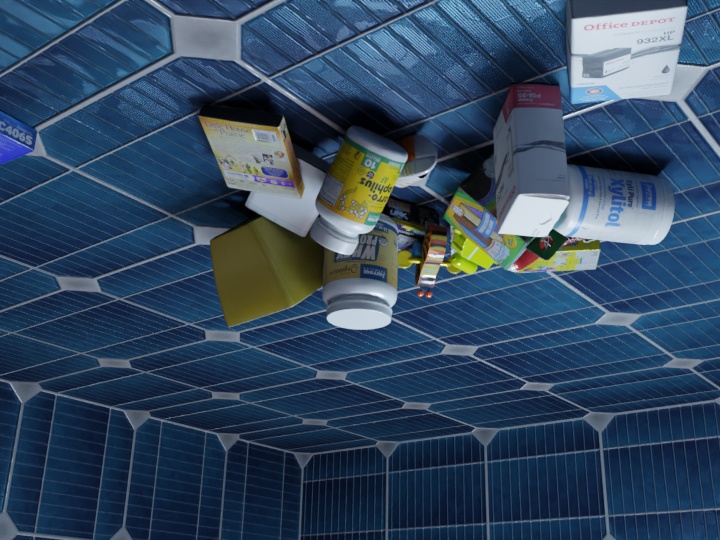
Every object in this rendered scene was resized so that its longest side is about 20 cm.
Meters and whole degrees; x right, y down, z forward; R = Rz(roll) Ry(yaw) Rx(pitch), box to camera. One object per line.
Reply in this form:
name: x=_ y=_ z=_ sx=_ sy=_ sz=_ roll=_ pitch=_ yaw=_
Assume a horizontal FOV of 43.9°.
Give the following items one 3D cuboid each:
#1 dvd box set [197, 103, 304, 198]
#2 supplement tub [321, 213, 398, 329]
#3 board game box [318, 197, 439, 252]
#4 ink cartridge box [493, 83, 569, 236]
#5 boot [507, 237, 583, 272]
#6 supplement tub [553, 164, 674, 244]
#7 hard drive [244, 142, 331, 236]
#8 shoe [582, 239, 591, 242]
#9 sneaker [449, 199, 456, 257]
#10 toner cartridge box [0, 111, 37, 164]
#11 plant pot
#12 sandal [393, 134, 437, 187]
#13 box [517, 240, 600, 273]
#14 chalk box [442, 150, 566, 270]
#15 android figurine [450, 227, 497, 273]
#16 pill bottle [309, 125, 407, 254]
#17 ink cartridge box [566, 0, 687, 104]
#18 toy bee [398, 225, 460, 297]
dvd box set: x=-0.183 y=-0.201 z=1.530 sx=0.146 sy=0.029 sz=0.200 roll=10 pitch=151 yaw=15
supplement tub: x=0.000 y=0.000 z=1.713 sx=0.145 sy=0.200 sz=0.145 roll=1 pitch=158 yaw=0
board game box: x=0.034 y=-0.091 z=1.827 sx=0.200 sy=0.057 sz=0.165 roll=15 pitch=156 yaw=-29
ink cartridge box: x=0.269 y=-0.173 z=1.425 sx=0.083 sy=0.200 sz=0.147 roll=3 pitch=157 yaw=-4
boot: x=0.371 y=-0.061 z=1.710 sx=0.144 sy=0.200 sz=0.072 roll=2 pitch=121 yaw=40
supplement tub: x=0.453 y=-0.120 z=1.636 sx=0.200 sy=0.132 sz=0.132 roll=5 pitch=157 yaw=-10
hard drive: x=-0.126 y=-0.149 z=1.640 sx=0.132 sy=0.027 sz=0.200 roll=28 pitch=143 yaw=-6
shoe: x=0.525 y=-0.103 z=1.772 sx=0.200 sy=0.053 sz=0.070 roll=-17 pitch=152 yaw=37
sneaker: x=0.226 y=-0.077 z=1.821 sx=0.089 sy=0.079 sz=0.200 roll=1 pitch=158 yaw=7
toner cartridge box: x=-0.657 y=-0.249 z=1.501 sx=0.095 sy=0.043 sz=0.200 roll=-14 pitch=153 yaw=30
plant pot: x=-0.183 y=-0.023 z=1.793 sx=0.200 sy=0.177 sz=0.200 roll=-19 pitch=-169 yaw=40
sandal: x=0.064 y=-0.184 z=1.584 sx=0.207 sy=0.079 sz=0.059 roll=-8 pitch=158 yaw=43
box: x=0.415 y=-0.037 z=1.949 sx=0.200 sy=0.048 sz=0.117 roll=-4 pitch=157 yaw=7
chalk box: x=0.269 y=-0.095 z=1.592 sx=0.200 sy=0.125 sz=0.124 roll=42 pitch=158 yaw=8
android figurine: x=0.248 y=-0.072 z=1.746 sx=0.182 sy=0.041 sz=0.200 roll=-53 pitch=143 yaw=13
pill bottle: x=-0.009 y=-0.134 z=1.521 sx=0.113 sy=0.200 sz=0.113 roll=24 pitch=-164 yaw=-7
ink cartridge box: x=0.356 y=-0.320 z=1.216 sx=0.145 sy=0.084 sz=0.200 roll=-3 pitch=157 yaw=12
toy bee: x=0.143 y=-0.005 z=1.815 sx=0.131 sy=0.109 sz=0.200 roll=-3 pitch=157 yaw=12
